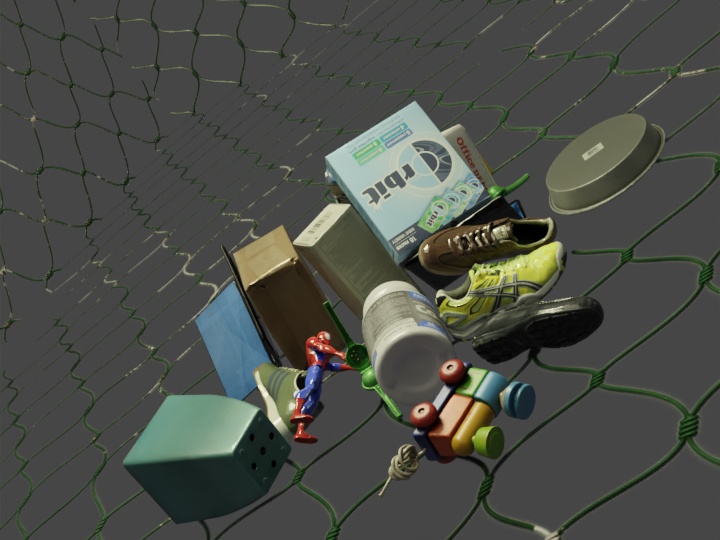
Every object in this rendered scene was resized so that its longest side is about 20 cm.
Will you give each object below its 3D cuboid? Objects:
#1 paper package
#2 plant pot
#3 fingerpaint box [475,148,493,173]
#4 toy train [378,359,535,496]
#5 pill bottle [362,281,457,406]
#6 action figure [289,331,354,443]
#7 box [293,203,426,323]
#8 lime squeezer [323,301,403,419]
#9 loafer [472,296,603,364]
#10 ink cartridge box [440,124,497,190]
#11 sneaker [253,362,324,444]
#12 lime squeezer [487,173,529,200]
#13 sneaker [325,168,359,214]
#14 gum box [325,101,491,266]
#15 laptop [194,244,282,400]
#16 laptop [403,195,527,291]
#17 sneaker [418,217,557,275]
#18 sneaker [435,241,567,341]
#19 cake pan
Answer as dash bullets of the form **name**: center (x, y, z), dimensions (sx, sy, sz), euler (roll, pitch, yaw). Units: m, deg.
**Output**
- **paper package**: center (-0.116, 0.047, 1.845), dimensions (0.103, 0.191, 0.200), euler (-30, 22, -2)
- **plant pot**: center (-0.213, 0.273, 1.648), dimensions (0.199, 0.142, 0.142), euler (-12, 34, 40)
- **fingerpaint box**: center (0.114, -0.132, 1.974), dimensions (0.200, 0.073, 0.167), euler (-47, 21, -12)
- **toy train**: center (0.117, 0.201, 1.318), dimensions (0.115, 0.085, 0.200), euler (5, 47, 44)
- **pill bottle**: center (0.062, 0.094, 1.559), dimensions (0.114, 0.114, 0.200), euler (-37, 22, 7)
- **action figure**: center (-0.042, 0.160, 1.634), dimensions (0.098, 0.066, 0.201), euler (-1, 39, 6)
- **box**: center (0.000, 0.000, 1.730), dimensions (0.095, 0.200, 0.078), euler (-46, 22, -16)
- **lime squeezer**: center (0.010, 0.133, 1.584), dimensions (0.038, 0.201, 0.071), euler (-25, -24, -21)
- **loafer**: center (0.223, 0.062, 1.412), dimensions (0.200, 0.068, 0.071), euler (-22, 36, 47)
- **ink cartridge box**: center (0.108, -0.121, 1.801), dimensions (0.199, 0.147, 0.084), euler (-33, 8, -26)
- **sneaker**: center (-0.104, 0.186, 1.731), dimensions (0.090, 0.067, 0.200), euler (-38, 27, 4)
- **lime squeezer**: center (0.192, -0.125, 1.762), dimensions (0.071, 0.199, 0.038), euler (-122, 40, -48)
- **sneaker**: center (-0.005, -0.113, 1.859), dimensions (0.076, 0.200, 0.086), euler (4, 80, 22)
- **gum box**: center (0.071, -0.133, 1.685), dimensions (0.169, 0.201, 0.045), euler (-32, -20, -9)
- **laptop**: center (-0.220, 0.096, 1.864), dimensions (0.115, 0.200, 0.188), euler (-27, 65, -3)
- **laptop**: center (0.159, -0.060, 1.714), dimensions (0.177, 0.200, 0.104), euler (-36, 58, 13)
- **sneaker**: center (0.179, -0.047, 1.567), dimensions (0.198, 0.071, 0.076), euler (-11, -21, -15)
- **sneaker**: center (0.193, 0.019, 1.539), dimensions (0.199, 0.077, 0.076), euler (-35, 20, 10)
- **cake pan**: center (0.359, -0.164, 1.674), dimensions (0.200, 0.037, 0.201), euler (-35, 21, 16)
